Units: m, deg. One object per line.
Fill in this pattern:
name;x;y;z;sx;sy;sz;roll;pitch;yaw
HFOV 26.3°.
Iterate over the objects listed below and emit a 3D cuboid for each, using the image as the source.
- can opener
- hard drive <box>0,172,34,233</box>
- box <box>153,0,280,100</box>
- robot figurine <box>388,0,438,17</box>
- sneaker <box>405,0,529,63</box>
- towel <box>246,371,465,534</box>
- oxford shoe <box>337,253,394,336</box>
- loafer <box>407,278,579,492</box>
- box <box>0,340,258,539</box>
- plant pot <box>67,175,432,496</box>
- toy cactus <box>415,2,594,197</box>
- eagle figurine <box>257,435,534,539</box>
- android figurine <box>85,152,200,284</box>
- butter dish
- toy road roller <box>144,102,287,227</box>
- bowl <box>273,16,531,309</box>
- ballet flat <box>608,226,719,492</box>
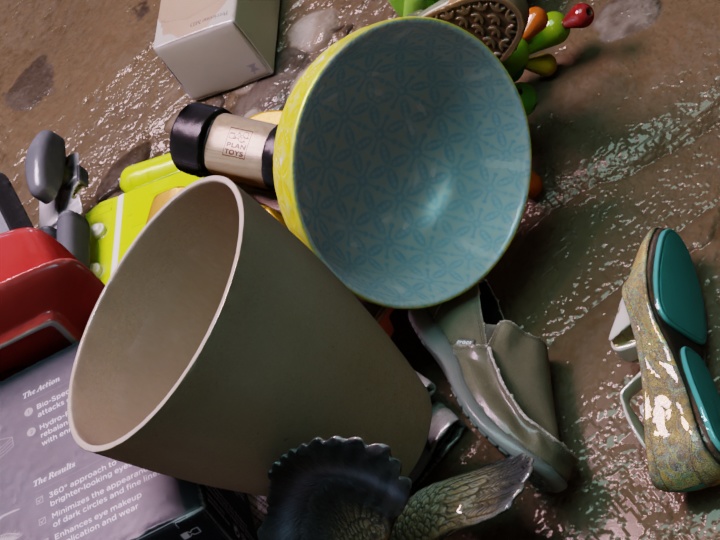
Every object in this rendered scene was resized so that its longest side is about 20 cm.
can opener;-0.269;-0.031;1.340;0.052;0.066;0.202;-33;48;25
hard drive;-0.341;0.031;1.346;0.201;0.033;0.140;-60;40;20
box;-0.132;-0.270;1.473;0.094;0.078;0.202;-16;49;21
robot figurine;0.086;-0.281;1.312;0.173;0.116;0.202;12;58;8
sneaker;0.056;-0.175;1.169;0.200;0.067;0.090;-35;24;44
towel;-0.043;0.134;1.135;0.193;0.035;0.199;-49;46;-9
oxford shoe;0.000;0.000;1.148;0.071;0.073;0.201;-27;22;33
loafer;0.098;0.069;1.064;0.069;0.075;0.201;-39;44;6
box;-0.190;0.163;1.104;0.195;0.118;0.201;-26;46;6
plant pot;-0.055;0.069;0.997;0.187;0.199;0.189;-38;35;34
toy cactus;0.095;-0.130;1.227;0.164;0.102;0.201;5;60;57
eagle figurine;0.008;0.182;0.965;0.149;0.152;0.202;20;103;7
android figurine;-0.185;-0.023;1.346;0.198;0.041;0.184;-16;50;20
butter dish;-0.278;0.038;1.204;0.198;0.200;0.149;-26;53;4
toy road roller;-0.081;-0.028;1.219;0.122;0.146;0.202;13;82;28
bowl;0.013;-0.077;1.096;0.201;0.200;0.107;-54;29;-15
ballet flat;0.198;0.058;1.019;0.070;0.071;0.202;-21;48;18
